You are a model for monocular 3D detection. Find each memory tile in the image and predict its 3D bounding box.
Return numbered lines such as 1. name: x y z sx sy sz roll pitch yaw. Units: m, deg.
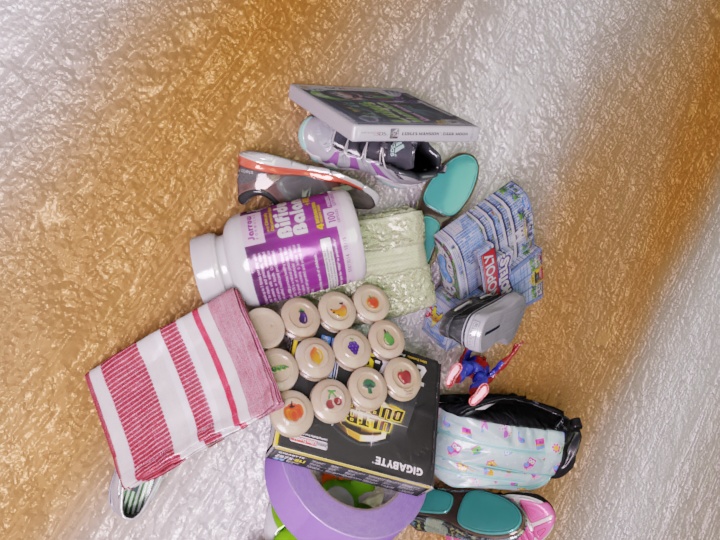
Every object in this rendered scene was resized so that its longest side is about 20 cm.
1. memory tile: -0.031 0.097 0.765 0.196 0.017 0.156 -12 68 -29

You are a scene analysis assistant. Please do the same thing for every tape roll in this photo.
1. tape roll: -0.016 0.240 0.807 0.196 0.066 0.203 16 45 -17

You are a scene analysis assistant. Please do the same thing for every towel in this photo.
1. towel: -0.194 0.127 0.711 0.197 0.023 0.146 -29 72 1
2. towel: 0.000 0.000 0.869 0.195 0.036 0.152 -10 91 -8

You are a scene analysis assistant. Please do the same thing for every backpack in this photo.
1. backpack: 0.190 0.240 0.931 0.195 0.166 0.130 8 84 -19

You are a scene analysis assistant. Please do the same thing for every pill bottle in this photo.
1. pill bottle: -0.098 -0.022 0.784 0.195 0.112 0.115 -14 95 -6

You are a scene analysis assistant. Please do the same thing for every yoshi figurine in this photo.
1. yoshi figurine: -0.048 0.344 0.830 0.198 0.111 0.114 -29 117 -28

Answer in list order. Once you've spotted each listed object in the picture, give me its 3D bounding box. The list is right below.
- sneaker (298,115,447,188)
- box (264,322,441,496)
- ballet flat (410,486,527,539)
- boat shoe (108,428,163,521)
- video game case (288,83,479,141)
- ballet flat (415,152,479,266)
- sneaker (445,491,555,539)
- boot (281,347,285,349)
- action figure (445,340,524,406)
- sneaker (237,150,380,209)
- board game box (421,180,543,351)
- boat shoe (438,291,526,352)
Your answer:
1. sneaker: 0.026 -0.164 0.860 0.196 0.139 0.080 11 89 -27
2. box: -0.002 0.162 0.781 0.196 0.049 0.162 19 54 -14
3. ballet flat: 0.139 0.334 0.882 0.073 0.197 0.076 0 90 -49
4. boat shoe: -0.232 0.183 0.751 0.072 0.066 0.205 15 81 -27
5. video game case: 0.025 -0.204 0.839 0.178 0.200 0.024 -6 120 -28
6. ballet flat: 0.104 -0.077 0.940 0.070 0.070 0.203 31 82 -23
7. sneaker: 0.205 0.349 0.923 0.086 0.200 0.075 -15 70 -41
8. boot: -0.106 0.117 0.823 0.198 0.073 0.092 -25 81 -38
9. action figure: 0.175 0.122 0.914 0.065 0.200 0.100 37 96 12
10. sneaker: -0.071 -0.097 0.857 0.196 0.077 0.084 12 97 -20
11. board game box: 0.172 0.011 0.942 0.198 0.061 0.202 -35 135 -18
12. boat shoe: 0.167 0.059 0.878 0.199 0.070 0.074 -2 109 -59
